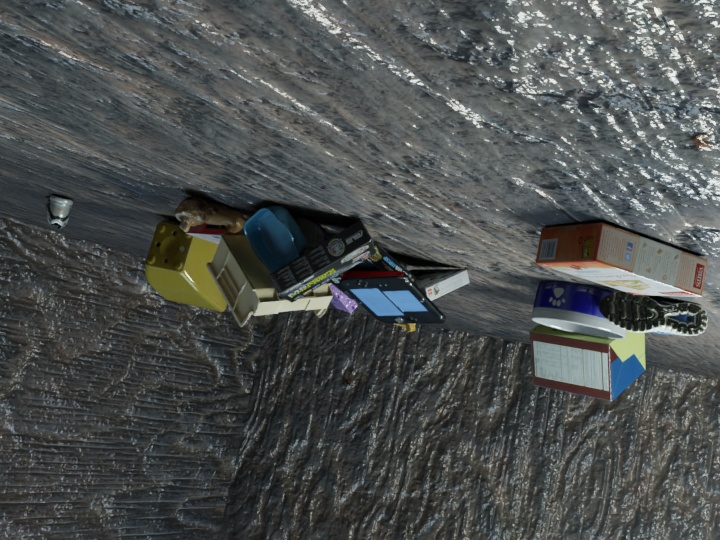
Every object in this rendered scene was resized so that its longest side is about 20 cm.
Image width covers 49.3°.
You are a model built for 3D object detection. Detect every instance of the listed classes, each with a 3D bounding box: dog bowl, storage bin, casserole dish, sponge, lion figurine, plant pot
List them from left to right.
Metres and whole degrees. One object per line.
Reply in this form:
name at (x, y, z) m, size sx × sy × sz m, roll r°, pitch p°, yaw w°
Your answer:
plant pot at (-0.446, -0.028, 2.017) m, size 0.191 × 0.199 × 0.200 m, roll 10°, pitch 167°, yaw 18°
lion figurine at (-0.296, -0.110, 1.600) m, size 0.197 × 0.074 × 0.121 m, roll -1°, pitch 176°, yaw -40°
storage bin at (-0.186, 0.017, 1.642) m, size 0.197 × 0.095 × 0.200 m, roll -3°, pitch -135°, yaw -39°
casserole dish at (-0.161, -0.063, 1.505) m, size 0.122 × 0.039 × 0.199 m, roll 57°, pitch 152°, yaw -4°
sponge at (-0.092, 0.016, 1.883) m, size 0.201 × 0.030 × 0.111 m, roll 51°, pitch 168°, yaw -18°
dog bowl at (0.464, 0.084, 1.649) m, size 0.196 × 0.080 × 0.200 m, roll 13°, pitch 174°, yaw 1°

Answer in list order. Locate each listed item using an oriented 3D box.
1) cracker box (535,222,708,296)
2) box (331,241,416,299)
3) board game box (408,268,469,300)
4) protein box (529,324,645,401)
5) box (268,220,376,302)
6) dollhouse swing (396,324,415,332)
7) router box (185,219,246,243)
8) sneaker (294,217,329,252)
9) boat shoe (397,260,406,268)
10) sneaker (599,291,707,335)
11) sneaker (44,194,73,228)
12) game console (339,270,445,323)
cracker box at (0.368, -0.012, 1.112) m, size 0.197 × 0.059 × 0.134 m, roll 15°, pitch 174°, yaw -22°
box at (0.000, 0.000, 1.691) m, size 0.198 × 0.047 × 0.158 m, roll -6°, pitch 144°, yaw 48°
board game box at (0.133, 0.032, 1.761) m, size 0.125 × 0.035 × 0.199 m, roll -22°, pitch -168°, yaw -32°
protein box at (0.528, 0.187, 1.822) m, size 0.198 × 0.138 × 0.197 m, roll 7°, pitch -160°, yaw 41°
box at (-0.067, -0.013, 1.481) m, size 0.198 × 0.045 × 0.160 m, roll -31°, pitch 172°, yaw -1°
dollhouse swing at (0.049, 0.085, 2.137) m, size 0.172 × 0.186 × 0.200 m, roll -8°, pitch 175°, yaw -2°
router box at (-0.276, -0.080, 1.822) m, size 0.178 × 0.050 × 0.198 m, roll 6°, pitch 171°, yaw 46°
sneaker at (-0.103, -0.065, 1.580) m, size 0.098 × 0.071 × 0.199 m, roll 8°, pitch 180°, yaw -36°
boat shoe at (0.021, -0.007, 1.803) m, size 0.065 × 0.073 × 0.198 m, roll 38°, pitch 158°, yaw -33°
sneaker at (0.564, 0.092, 1.530) m, size 0.196 × 0.080 × 0.089 m, roll 12°, pitch 171°, yaw 9°
sneaker at (-0.826, -0.156, 2.129) m, size 0.072 × 0.082 × 0.199 m, roll 13°, pitch 175°, yaw -20°
game console at (0.066, 0.060, 1.664) m, size 0.175 × 0.031 × 0.200 m, roll 2°, pitch 151°, yaw 39°
